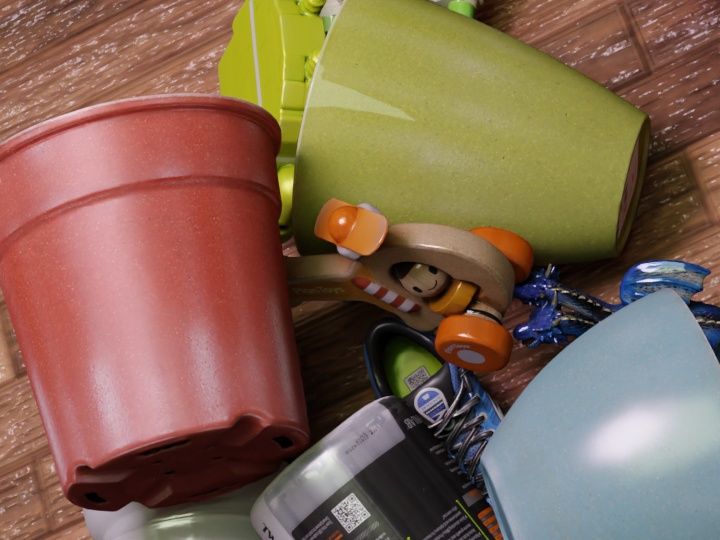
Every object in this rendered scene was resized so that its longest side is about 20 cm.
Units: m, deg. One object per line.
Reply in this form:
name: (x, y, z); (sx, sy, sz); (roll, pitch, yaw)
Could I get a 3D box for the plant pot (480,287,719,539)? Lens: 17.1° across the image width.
plant pot: (0.146, 0.127, 1.358); (0.134, 0.200, 0.201); (-20, 60, -2)

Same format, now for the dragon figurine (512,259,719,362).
dragon figurine: (0.190, 0.032, 1.475); (0.199, 0.099, 0.059); (-3, 66, 23)

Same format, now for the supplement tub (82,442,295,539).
supplement tub: (-0.113, 0.105, 1.552); (0.140, 0.140, 0.201); (-16, 62, 16)

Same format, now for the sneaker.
sneaker: (0.059, 0.107, 1.505); (0.079, 0.089, 0.200); (-42, 59, 2)

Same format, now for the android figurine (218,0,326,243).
android figurine: (-0.059, -0.116, 1.611); (0.041, 0.200, 0.183); (3, 62, -20)

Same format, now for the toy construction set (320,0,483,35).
toy construction set: (0.004, -0.208, 1.642); (0.199, 0.131, 0.093); (9, 71, 35)

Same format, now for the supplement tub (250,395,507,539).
supplement tub: (0.037, 0.186, 1.434); (0.122, 0.123, 0.200); (-39, 81, 3)

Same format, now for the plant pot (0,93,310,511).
plant pot: (-0.122, 0.028, 1.417); (0.200, 0.201, 0.196); (-19, 71, 15)

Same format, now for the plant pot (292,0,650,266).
plant pot: (0.080, -0.074, 1.544); (0.199, 0.187, 0.188); (14, 73, 13)

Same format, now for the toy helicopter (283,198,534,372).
toy helicopter: (0.000, 0.000, 1.474); (0.199, 0.132, 0.079); (-3, 60, 35)
